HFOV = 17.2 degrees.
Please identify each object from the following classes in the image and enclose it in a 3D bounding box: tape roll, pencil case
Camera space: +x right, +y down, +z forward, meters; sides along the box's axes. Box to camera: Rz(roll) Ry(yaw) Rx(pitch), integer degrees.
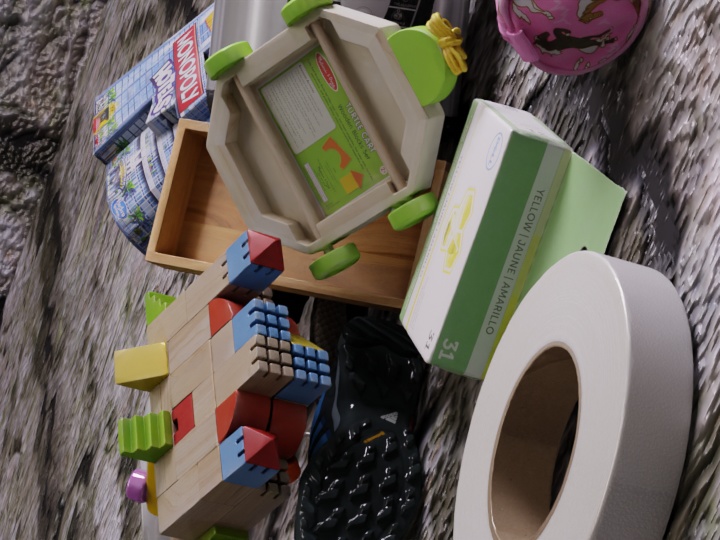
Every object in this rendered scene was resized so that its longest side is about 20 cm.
[{"bbox_3d":[0.100,0.091,1.167,0.203,0.037,0.204,-164,90,-73],"label":"tape roll"},{"bbox_3d":[0.114,-0.198,1.348,0.200,0.083,0.087,-92,23,-48],"label":"pencil case"}]

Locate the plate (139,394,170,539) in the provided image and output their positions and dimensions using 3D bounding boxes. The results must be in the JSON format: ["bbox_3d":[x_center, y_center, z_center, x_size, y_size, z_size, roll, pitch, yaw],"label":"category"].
[{"bbox_3d":[-0.162,0.213,1.934,0.200,0.032,0.201,-101,11,-62],"label":"plate"}]

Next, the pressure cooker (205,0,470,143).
[{"bbox_3d":[-0.014,-0.189,1.582,0.178,0.176,0.201,8,92,32],"label":"pressure cooker"}]

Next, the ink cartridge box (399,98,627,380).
[{"bbox_3d":[0.081,-0.007,1.343,0.200,0.048,0.146,-120,48,-74],"label":"ink cartridge box"}]

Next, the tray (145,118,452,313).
[{"bbox_3d":[-0.038,-0.035,1.565,0.037,0.199,0.099,26,-104,-64],"label":"tray"}]

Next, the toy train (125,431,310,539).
[{"bbox_3d":[-0.073,0.152,1.634,0.200,0.150,0.056,-53,1,38],"label":"toy train"}]

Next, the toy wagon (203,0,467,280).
[{"bbox_3d":[-0.006,-0.094,1.458,0.200,0.156,0.040,-31,-6,32],"label":"toy wagon"}]

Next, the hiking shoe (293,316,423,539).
[{"bbox_3d":[0.000,0.127,1.484,0.087,0.074,0.200,109,178,-49],"label":"hiking shoe"}]

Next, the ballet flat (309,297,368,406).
[{"bbox_3d":[0.000,0.000,1.651,0.067,0.046,0.201,58,-140,-70],"label":"ballet flat"}]

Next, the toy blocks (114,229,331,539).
[{"bbox_3d":[-0.074,0.072,1.474,0.137,0.100,0.201,-41,44,42],"label":"toy blocks"}]

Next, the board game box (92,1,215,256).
[{"bbox_3d":[-0.111,-0.135,1.780,0.200,0.062,0.200,-42,24,15],"label":"board game box"}]

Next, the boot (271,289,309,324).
[{"bbox_3d":[-0.055,0.006,1.694,0.211,0.079,0.158,21,-104,-76],"label":"boot"}]
